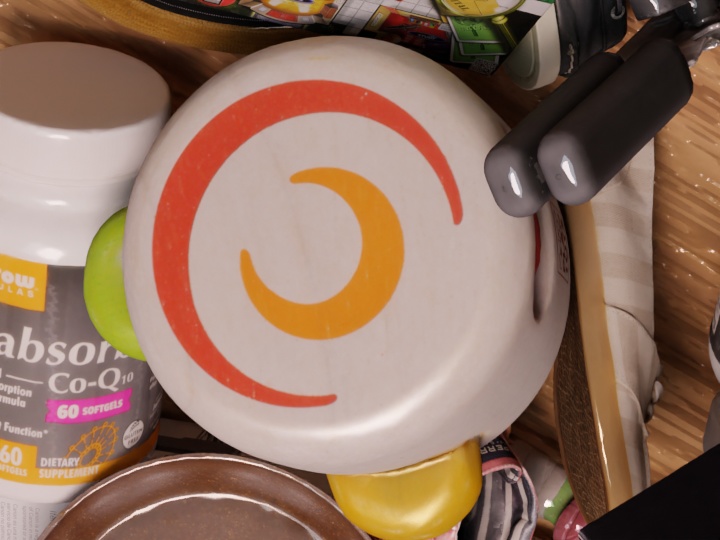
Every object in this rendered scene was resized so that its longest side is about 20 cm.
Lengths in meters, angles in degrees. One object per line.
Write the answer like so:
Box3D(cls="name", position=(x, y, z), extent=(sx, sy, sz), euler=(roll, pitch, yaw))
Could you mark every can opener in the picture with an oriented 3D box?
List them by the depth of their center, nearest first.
Box3D(cls="can opener", position=(0.109, -0.087, 0.992), extent=(0.052, 0.200, 0.067), euler=(-14, 112, 37))

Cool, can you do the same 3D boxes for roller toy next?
Box3D(cls="roller toy", position=(0.000, 0.000, 1.030), extent=(0.200, 0.140, 0.183), euler=(37, 92, 17))

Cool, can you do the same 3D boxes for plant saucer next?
Box3D(cls="plant saucer", position=(-0.073, 0.188, 1.120), extent=(0.199, 0.034, 0.202), euler=(0, 86, 4))

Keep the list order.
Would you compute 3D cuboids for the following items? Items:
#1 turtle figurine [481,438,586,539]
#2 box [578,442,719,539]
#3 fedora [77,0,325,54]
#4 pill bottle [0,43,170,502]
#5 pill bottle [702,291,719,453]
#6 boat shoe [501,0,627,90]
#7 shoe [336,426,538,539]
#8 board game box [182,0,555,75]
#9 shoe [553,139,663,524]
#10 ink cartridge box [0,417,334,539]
Box3D(cls="turtle figurine", position=(0.133, 0.182, 1.142), extent=(0.193, 0.144, 0.201), euler=(25, 80, 19))
Box3D(cls="box", position=(0.226, 0.147, 0.977), extent=(0.199, 0.104, 0.183), euler=(-32, 110, -4))
Box3D(cls="fedora", position=(-0.050, -0.169, 1.024), extent=(0.199, 0.082, 0.201), euler=(2, 153, 1))
Box3D(cls="pill bottle", position=(-0.147, 0.001, 1.129), extent=(0.116, 0.117, 0.201), euler=(12, 120, 6))
Box3D(cls="pill bottle", position=(0.223, 0.009, 1.059), extent=(0.116, 0.117, 0.201), euler=(13, 119, 5))
Box3D(cls="boat shoe", position=(0.091, -0.179, 1.020), extent=(0.066, 0.074, 0.201), euler=(-15, 115, -20))
Box3D(cls="shoe", position=(0.043, 0.067, 1.116), extent=(0.091, 0.071, 0.202), euler=(15, 103, 46))
Box3D(cls="board game box", position=(-0.016, -0.134, 0.971), extent=(0.199, 0.024, 0.105), euler=(12, 151, -17))
Box3D(cls="shoe", position=(0.120, 0.025, 1.091), extent=(0.053, 0.070, 0.201), euler=(-6, 89, -11))
Box3D(cls="ink cartridge box", position=(-0.097, 0.160, 1.231), extent=(0.199, 0.084, 0.146), euler=(9, 120, 7))
